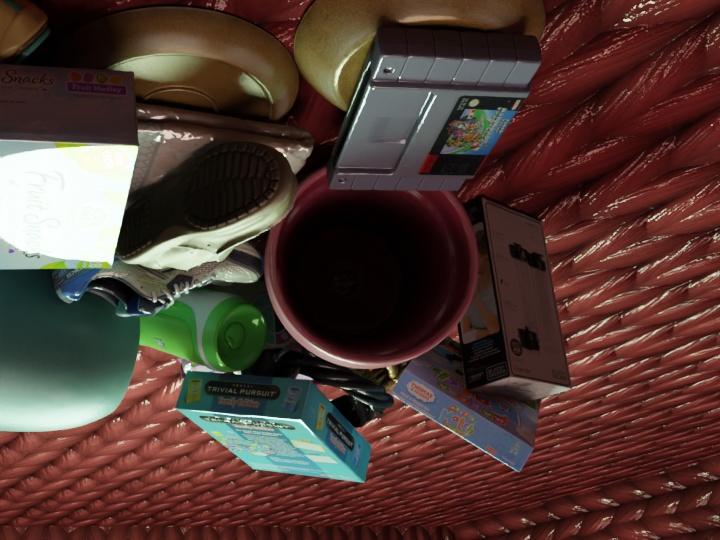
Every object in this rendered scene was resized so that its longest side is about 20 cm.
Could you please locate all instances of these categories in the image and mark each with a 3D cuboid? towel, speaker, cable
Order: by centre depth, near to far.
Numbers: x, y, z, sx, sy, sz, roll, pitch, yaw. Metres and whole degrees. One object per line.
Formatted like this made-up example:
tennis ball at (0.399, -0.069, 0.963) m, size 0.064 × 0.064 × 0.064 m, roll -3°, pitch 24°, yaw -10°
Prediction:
towel at (-0.161, -0.077, 0.820) m, size 0.190 × 0.032 × 0.200 m, roll 5°, pitch 156°, yaw -25°
speaker at (-0.194, 0.055, 1.029) m, size 0.199 × 0.089 × 0.088 m, roll 11°, pitch 173°, yaw 43°
cable at (-0.054, 0.134, 1.052) m, size 0.162 × 0.051 × 0.200 m, roll 20°, pitch 151°, yaw -17°

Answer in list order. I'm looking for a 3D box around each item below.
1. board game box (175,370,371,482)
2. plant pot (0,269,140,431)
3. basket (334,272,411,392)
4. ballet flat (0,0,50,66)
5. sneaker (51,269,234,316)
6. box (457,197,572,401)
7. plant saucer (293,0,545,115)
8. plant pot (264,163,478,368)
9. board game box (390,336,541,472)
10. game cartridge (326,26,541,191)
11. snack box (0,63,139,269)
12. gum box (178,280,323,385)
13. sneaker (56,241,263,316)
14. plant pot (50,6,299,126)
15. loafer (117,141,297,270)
board game box at (-0.090, 0.176, 1.038) m, size 0.150 × 0.047 × 0.200 m, roll 2°, pitch 151°, yaw 22°
plant pot at (-0.327, 0.075, 0.967) m, size 0.160 × 0.202 × 0.200 m, roll 16°, pitch 149°, yaw -31°
basket at (0.047, 0.066, 1.124) m, size 0.142 × 0.150 × 0.200 m, roll -8°, pitch 156°, yaw 5°
ballet flat at (-0.292, -0.146, 0.676) m, size 0.063 × 0.069 × 0.200 m, roll 40°, pitch 134°, yaw -22°
sneaker at (-0.215, 0.009, 0.935) m, size 0.199 × 0.087 × 0.078 m, roll 7°, pitch 154°, yaw -29°
box at (0.159, 0.033, 1.009) m, size 0.116 × 0.201 × 0.060 m, roll 14°, pitch 152°, yaw -43°
plant saucer at (0.048, -0.165, 0.727) m, size 0.199 × 0.036 × 0.200 m, roll -5°, pitch 158°, yaw -2°
plant pot at (0.000, 0.000, 0.932) m, size 0.198 × 0.202 × 0.179 m, roll -2°, pitch 173°, yaw -9°
board game box at (0.123, 0.136, 1.020) m, size 0.151 × 0.037 × 0.200 m, roll 31°, pitch -165°, yaw 7°
game cartridge at (0.053, -0.120, 0.748) m, size 0.129 × 0.039 × 0.200 m, roll 3°, pitch 156°, yaw -12°
snack box at (-0.258, -0.069, 0.682) m, size 0.167 × 0.068 × 0.200 m, roll 0°, pitch 157°, yaw -22°
gum box at (-0.126, 0.076, 1.148) m, size 0.199 × 0.114 × 0.066 m, roll 5°, pitch 155°, yaw -24°
sneaker at (-0.186, 0.006, 0.863) m, size 0.199 × 0.086 × 0.077 m, roll 5°, pitch 157°, yaw -24°
plant pot at (-0.148, -0.138, 0.752) m, size 0.198 × 0.028 × 0.200 m, roll -6°, pitch 157°, yaw -2°
loafer at (-0.120, -0.049, 0.770) m, size 0.199 × 0.076 × 0.068 m, roll -15°, pitch 157°, yaw 38°
